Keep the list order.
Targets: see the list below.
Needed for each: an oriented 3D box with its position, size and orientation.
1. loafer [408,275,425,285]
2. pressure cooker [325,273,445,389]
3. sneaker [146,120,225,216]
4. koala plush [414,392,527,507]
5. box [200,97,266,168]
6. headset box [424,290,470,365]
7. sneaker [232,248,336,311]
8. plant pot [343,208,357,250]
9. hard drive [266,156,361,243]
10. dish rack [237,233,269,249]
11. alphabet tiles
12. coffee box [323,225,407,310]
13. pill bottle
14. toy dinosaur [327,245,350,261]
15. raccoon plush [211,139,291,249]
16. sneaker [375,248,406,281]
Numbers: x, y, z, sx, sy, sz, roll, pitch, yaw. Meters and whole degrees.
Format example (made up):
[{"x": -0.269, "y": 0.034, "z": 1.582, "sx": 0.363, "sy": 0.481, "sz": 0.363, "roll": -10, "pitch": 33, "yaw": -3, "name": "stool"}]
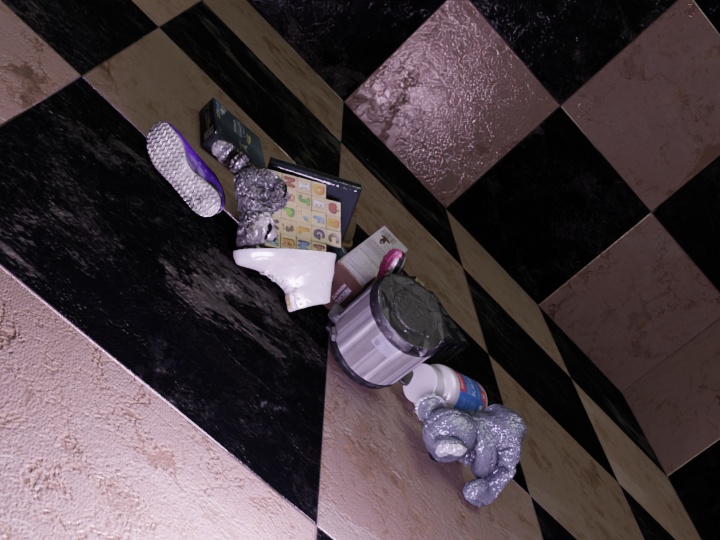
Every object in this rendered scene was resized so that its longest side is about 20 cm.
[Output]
[{"x": 0.072, "y": 0.040, "z": 1.905, "sx": 0.068, "sy": 0.076, "sz": 0.199, "roll": 48, "pitch": -26, "yaw": -17, "name": "loafer"}, {"x": 0.037, "y": 0.122, "z": 1.571, "sx": 0.178, "sy": 0.200, "sz": 0.177, "roll": 5, "pitch": 54, "yaw": -40, "name": "pressure cooker"}, {"x": -0.321, "y": -0.188, "z": 1.567, "sx": 0.201, "sy": 0.069, "sz": 0.100, "roll": 56, "pitch": 13, "yaw": -1, "name": "sneaker"}, {"x": 0.199, "y": 0.322, "z": 1.616, "sx": 0.199, "sy": 0.184, "sz": 0.178, "roll": 26, "pitch": 24, "yaw": -27, "name": "koala plush"}, {"x": -0.291, "y": -0.295, "z": 1.914, "sx": 0.158, "sy": 0.051, "sz": 0.201, "roll": 41, "pitch": 17, "yaw": -30, "name": "box"}, {"x": 0.153, "y": 0.135, "z": 2.025, "sx": 0.175, "sy": 0.093, "sz": 0.200, "roll": 55, "pitch": 17, "yaw": 21, "name": "headset box"}, {"x": -0.141, "y": 0.018, "z": 1.549, "sx": 0.198, "sy": 0.117, "sz": 0.074, "roll": 4, "pitch": -1, "yaw": -22, "name": "sneaker"}, {"x": -0.074, "y": -0.148, "z": 2.081, "sx": 0.201, "sy": 0.093, "sz": 0.201, "roll": 43, "pitch": 18, "yaw": -17, "name": "plant pot"}, {"x": -0.112, "y": -0.140, "z": 1.739, "sx": 0.198, "sy": 0.140, "sz": 0.033, "roll": 16, "pitch": 25, "yaw": -13, "name": "hard drive"}, {"x": -0.161, "y": -0.046, "z": 1.660, "sx": 0.200, "sy": 0.043, "sz": 0.172, "roll": 43, "pitch": 29, "yaw": -19, "name": "dish rack"}, {"x": -0.126, "y": -0.110, "z": 1.641, "sx": 0.198, "sy": 0.006, "sz": 0.168, "roll": 12, "pitch": 63, "yaw": -27, "name": "alphabet tiles"}, {"x": 0.000, "y": 0.000, "z": 1.766, "sx": 0.080, "sy": 0.114, "sz": 0.200, "roll": 45, "pitch": 40, "yaw": 4, "name": "coffee box"}, {"x": 0.177, "y": 0.262, "z": 1.763, "sx": 0.200, "sy": 0.112, "sz": 0.113, "roll": 30, "pitch": 24, "yaw": -49, "name": "pill bottle"}, {"x": -0.049, "y": -0.028, "z": 1.949, "sx": 0.105, "sy": 0.198, "sz": 0.183, "roll": 35, "pitch": 51, "yaw": -79, "name": "toy dinosaur"}, {"x": -0.226, "y": -0.129, "z": 1.543, "sx": 0.199, "sy": 0.134, "sz": 0.097, "roll": 34, "pitch": -29, "yaw": 8, "name": "raccoon plush"}, {"x": 0.072, "y": 0.044, "z": 1.669, "sx": 0.087, "sy": 0.201, "sz": 0.074, "roll": 12, "pitch": 34, "yaw": -4, "name": "sneaker"}]
